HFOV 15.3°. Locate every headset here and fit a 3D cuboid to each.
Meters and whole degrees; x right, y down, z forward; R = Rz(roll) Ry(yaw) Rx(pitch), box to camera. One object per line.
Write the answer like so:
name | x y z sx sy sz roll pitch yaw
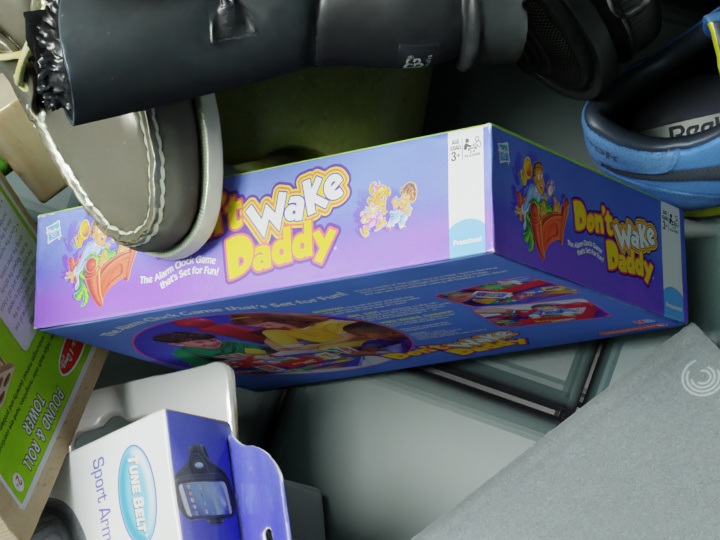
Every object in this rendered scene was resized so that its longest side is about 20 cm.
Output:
headset | 0.089 -0.126 0.939 0.123 0.200 0.094 -39 96 9

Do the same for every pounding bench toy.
pounding bench toy | -0.194 0.017 1.010 0.155 0.125 0.200 -20 28 24

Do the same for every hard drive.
hard drive | 0.085 0.128 0.934 0.200 0.033 0.140 -37 60 -8

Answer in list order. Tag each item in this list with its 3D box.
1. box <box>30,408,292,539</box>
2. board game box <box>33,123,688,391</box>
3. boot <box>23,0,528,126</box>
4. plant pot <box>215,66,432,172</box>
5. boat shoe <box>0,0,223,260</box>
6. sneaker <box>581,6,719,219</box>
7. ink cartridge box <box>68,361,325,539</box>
box | -0.105 0.132 0.978 0.199 0.041 0.120 -27 63 36
board game box | 0.000 0.000 0.976 0.199 0.134 0.045 -10 73 33
boot | -0.039 -0.152 0.882 0.167 0.076 0.201 -5 82 -10
plant pot | -0.039 -0.129 1.028 0.199 0.200 0.185 2 90 28
boat shoe | -0.109 -0.095 0.937 0.072 0.060 0.203 -31 75 35
sneaker | 0.173 -0.075 0.951 0.199 0.078 0.066 -22 66 20
ink cartridge box | -0.072 0.147 1.031 0.115 0.067 0.201 -13 72 26
